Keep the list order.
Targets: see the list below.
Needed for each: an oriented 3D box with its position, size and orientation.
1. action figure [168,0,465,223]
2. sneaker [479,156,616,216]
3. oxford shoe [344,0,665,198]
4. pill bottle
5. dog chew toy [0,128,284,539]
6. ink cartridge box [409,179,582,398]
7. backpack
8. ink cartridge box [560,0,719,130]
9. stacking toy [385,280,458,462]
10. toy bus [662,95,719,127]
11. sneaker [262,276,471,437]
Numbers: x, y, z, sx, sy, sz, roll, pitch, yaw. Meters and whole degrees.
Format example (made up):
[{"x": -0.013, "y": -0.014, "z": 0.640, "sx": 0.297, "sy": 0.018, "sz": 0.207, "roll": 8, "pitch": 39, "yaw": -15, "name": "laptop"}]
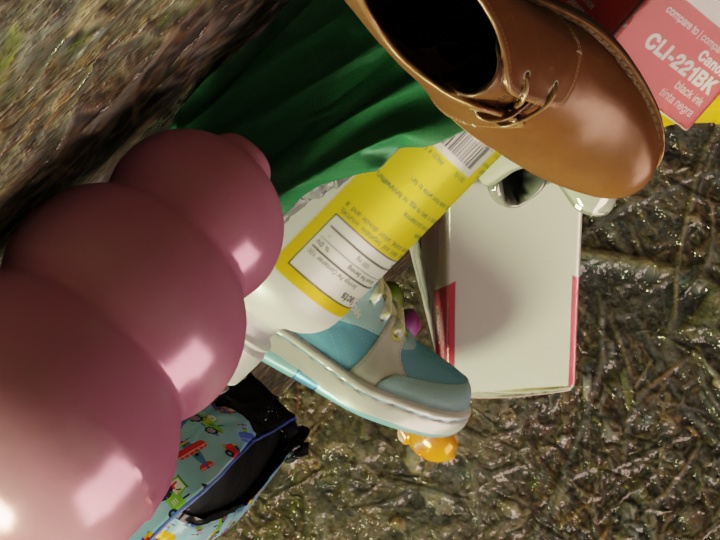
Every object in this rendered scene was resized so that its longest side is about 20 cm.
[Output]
[{"x": -0.015, "y": -0.076, "z": 0.967, "sx": 0.199, "sy": 0.119, "sz": 0.055, "roll": -36, "pitch": 170, "yaw": 14, "name": "action figure"}, {"x": 0.064, "y": -0.082, "z": 1.141, "sx": 0.074, "sy": 0.200, "sz": 0.089, "roll": -2, "pitch": 109, "yaw": -35, "name": "sneaker"}, {"x": 0.055, "y": -0.077, "z": 0.881, "sx": 0.071, "sy": 0.199, "sz": 0.072, "roll": -41, "pitch": -143, "yaw": 21, "name": "oxford shoe"}, {"x": -0.020, "y": -0.045, "z": 1.052, "sx": 0.200, "sy": 0.112, "sz": 0.112, "roll": -45, "pitch": 176, "yaw": 6, "name": "pill bottle"}, {"x": -0.104, "y": 0.023, "z": 0.900, "sx": 0.201, "sy": 0.124, "sz": 0.125, "roll": -53, "pitch": 180, "yaw": -23, "name": "dog chew toy"}, {"x": 0.077, "y": -0.036, "z": 1.358, "sx": 0.200, "sy": 0.082, "sz": 0.148, "roll": -103, "pitch": -169, "yaw": -62, "name": "ink cartridge box"}, {"x": -0.149, "y": 0.141, "z": 1.470, "sx": 0.183, "sy": 0.135, "sz": 0.200, "roll": -46, "pitch": 177, "yaw": 17, "name": "backpack"}, {"x": 0.153, "y": -0.189, "z": 0.984, "sx": 0.083, "sy": 0.145, "sz": 0.200, "roll": 27, "pitch": 109, "yaw": -43, "name": "ink cartridge box"}, {"x": -0.008, "y": 0.033, "z": 1.304, "sx": 0.110, "sy": 0.200, "sz": 0.116, "roll": -42, "pitch": -176, "yaw": -15, "name": "stacking toy"}, {"x": 0.178, "y": -0.172, "z": 1.203, "sx": 0.190, "sy": 0.202, "sz": 0.136, "roll": -9, "pitch": 178, "yaw": 5, "name": "toy bus"}, {"x": 0.000, "y": 0.000, "z": 1.211, "sx": 0.131, "sy": 0.199, "sz": 0.080, "roll": -58, "pitch": -161, "yaw": 9, "name": "sneaker"}]
